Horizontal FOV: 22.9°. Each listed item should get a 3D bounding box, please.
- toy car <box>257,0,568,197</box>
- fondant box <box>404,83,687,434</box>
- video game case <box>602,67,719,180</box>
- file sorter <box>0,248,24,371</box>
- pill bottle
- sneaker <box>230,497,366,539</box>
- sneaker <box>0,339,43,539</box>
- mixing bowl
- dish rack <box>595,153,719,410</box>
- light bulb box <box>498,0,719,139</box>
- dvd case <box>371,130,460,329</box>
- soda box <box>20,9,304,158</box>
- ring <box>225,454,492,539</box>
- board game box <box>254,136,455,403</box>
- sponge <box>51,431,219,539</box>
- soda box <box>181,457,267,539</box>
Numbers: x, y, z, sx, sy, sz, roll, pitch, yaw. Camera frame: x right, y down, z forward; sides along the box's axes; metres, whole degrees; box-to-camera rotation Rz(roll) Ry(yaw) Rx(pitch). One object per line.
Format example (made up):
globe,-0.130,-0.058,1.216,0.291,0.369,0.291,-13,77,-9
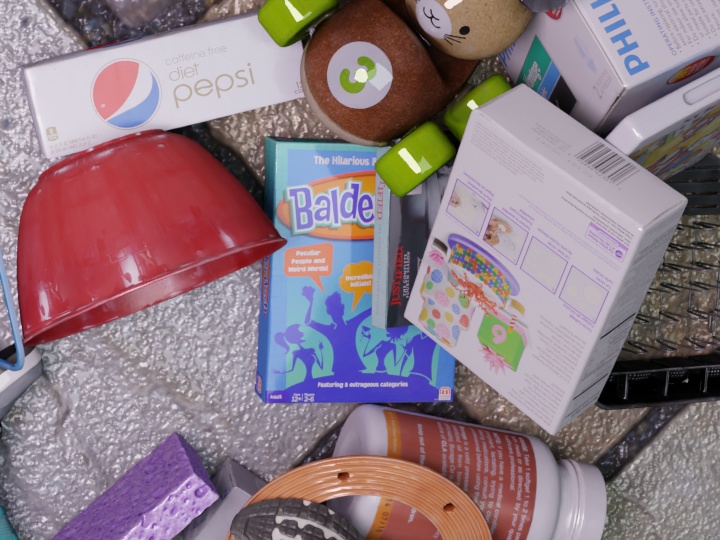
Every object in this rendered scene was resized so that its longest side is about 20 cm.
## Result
toy car,0.058,-0.177,1.207,0.158,0.200,0.164,-38,90,-38
fondant box,0.121,-0.006,1.219,0.058,0.144,0.200,-31,150,-41
video game case,0.219,-0.093,1.273,0.182,0.200,0.023,-28,79,-25
file sorter,-0.346,0.030,1.194,0.200,0.123,0.139,-21,111,-32
pill bottle,0.083,0.174,1.377,0.200,0.112,0.112,12,97,-15
sneaker,-0.016,0.237,1.283,0.200,0.077,0.089,32,134,-15
sneaker,-0.279,0.153,1.298,0.200,0.084,0.121,-42,102,5
mixing bowl,-0.163,-0.032,1.251,0.200,0.200,0.109,-22,88,-9
dish rack,0.238,0.003,1.404,0.153,0.055,0.200,-3,101,-24
light bulb box,0.223,-0.187,1.284,0.200,0.198,0.125,-26,79,-11
dvd case,0.094,-0.036,1.352,0.200,0.022,0.146,-7,103,-37
soda box,-0.141,-0.138,1.291,0.200,0.064,0.068,-15,102,-11
ring,-0.001,0.211,1.313,0.200,0.019,0.201,-1,122,-2
board game box,0.000,0.000,1.360,0.152,0.045,0.200,0,99,-14
sponge,-0.195,0.208,1.316,0.200,0.112,0.030,-42,109,-3
soda box,-0.041,0.232,1.381,0.200,0.063,0.068,35,97,-17
